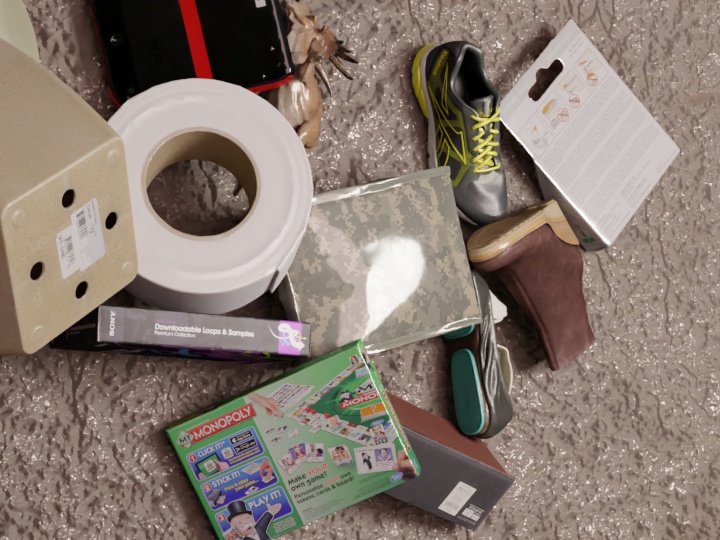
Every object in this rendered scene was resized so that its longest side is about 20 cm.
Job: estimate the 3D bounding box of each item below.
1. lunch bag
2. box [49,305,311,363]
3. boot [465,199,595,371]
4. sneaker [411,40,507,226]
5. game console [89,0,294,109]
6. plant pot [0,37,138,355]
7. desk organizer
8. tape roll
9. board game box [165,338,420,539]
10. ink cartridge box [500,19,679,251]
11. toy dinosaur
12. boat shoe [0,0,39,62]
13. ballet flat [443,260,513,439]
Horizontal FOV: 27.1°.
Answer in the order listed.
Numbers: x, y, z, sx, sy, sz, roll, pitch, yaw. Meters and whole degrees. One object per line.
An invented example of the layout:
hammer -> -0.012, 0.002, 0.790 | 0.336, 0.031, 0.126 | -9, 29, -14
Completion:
lunch bag -> 0.000, 0.000, 1.444 | 0.199, 0.117, 0.166 | -13, 90, -34
box -> -0.162, 0.059, 1.333 | 0.198, 0.143, 0.036 | 8, 81, -27
boot -> 0.185, 0.023, 1.537 | 0.200, 0.072, 0.168 | -25, 100, -57
sneaker -> 0.111, -0.142, 1.542 | 0.074, 0.084, 0.202 | -22, 94, -28
game console -> -0.165, -0.252, 1.389 | 0.175, 0.031, 0.202 | -13, 90, 2
plant pot -> -0.290, -0.045, 1.187 | 0.200, 0.176, 0.201 | -39, 139, -42
desk organizer -> 0.053, 0.180, 1.470 | 0.199, 0.077, 0.072 | 29, 104, -38
tape roll -> -0.143, -0.064, 1.324 | 0.200, 0.071, 0.204 | 3, 71, -10
board game box -> -0.061, 0.164, 1.372 | 0.199, 0.029, 0.135 | -24, 95, 10
ink cartridge box -> 0.242, -0.147, 1.640 | 0.200, 0.050, 0.161 | 46, 65, -11
toy dinosaur -> -0.062, -0.166, 1.460 | 0.085, 0.135, 0.202 | 14, 99, 16
boat shoe -> -0.342, -0.241, 1.323 | 0.062, 0.071, 0.202 | -17, 95, 13
ballet flat -> 0.118, 0.071, 1.531 | 0.068, 0.068, 0.202 | -7, 88, -40
